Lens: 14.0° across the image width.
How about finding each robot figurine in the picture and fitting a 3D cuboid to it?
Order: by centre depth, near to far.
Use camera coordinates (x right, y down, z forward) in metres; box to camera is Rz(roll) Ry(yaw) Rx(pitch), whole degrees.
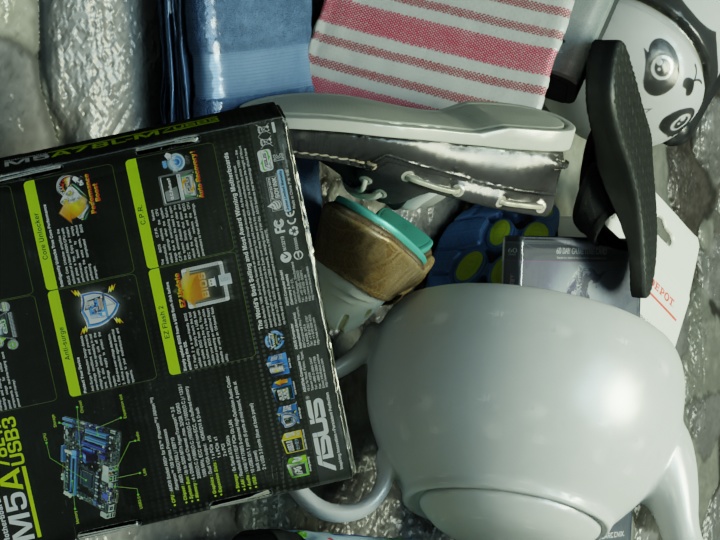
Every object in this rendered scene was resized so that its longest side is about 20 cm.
[{"bbox_3d":[0.192,-0.172,1.938,0.150,0.125,0.200,33,57,-6],"label":"robot figurine"}]

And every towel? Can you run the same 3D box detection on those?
[{"bbox_3d":[-0.069,-0.103,1.652,0.112,0.048,0.200,-10,99,-53],"label":"towel"},{"bbox_3d":[0.052,-0.155,1.747,0.030,0.146,0.200,84,22,-69],"label":"towel"}]

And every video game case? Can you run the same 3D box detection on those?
[{"bbox_3d":[0.131,0.079,1.843,0.143,0.019,0.200,0,93,-53],"label":"video game case"}]

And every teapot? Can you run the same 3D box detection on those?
[{"bbox_3d":[0.085,0.101,1.679,0.197,0.200,0.146,29,65,-44],"label":"teapot"}]

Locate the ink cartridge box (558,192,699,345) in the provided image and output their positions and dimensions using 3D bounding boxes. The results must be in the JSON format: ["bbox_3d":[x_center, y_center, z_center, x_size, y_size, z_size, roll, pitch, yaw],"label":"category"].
[{"bbox_3d":[0.150,0.042,1.938,0.116,0.067,0.200,43,59,-46],"label":"ink cartridge box"}]

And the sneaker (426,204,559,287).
[{"bbox_3d":[0.075,0.040,1.848,0.083,0.071,0.200,66,38,-58],"label":"sneaker"}]

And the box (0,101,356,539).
[{"bbox_3d":[-0.114,0.030,1.497,0.048,0.193,0.200,-112,-170,-74],"label":"box"}]

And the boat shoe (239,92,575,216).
[{"bbox_3d":[0.025,-0.063,1.643,0.200,0.074,0.060,1,108,-27],"label":"boat shoe"}]

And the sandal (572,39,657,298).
[{"bbox_3d":[0.152,-0.064,1.805,0.201,0.048,0.075,73,24,-44],"label":"sandal"}]

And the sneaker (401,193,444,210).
[{"bbox_3d":[0.076,-0.111,1.827,0.200,0.075,0.082,-58,152,-23],"label":"sneaker"}]

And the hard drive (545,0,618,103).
[{"bbox_3d":[0.101,-0.208,1.811,0.033,0.139,0.200,91,21,-60],"label":"hard drive"}]

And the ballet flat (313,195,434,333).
[{"bbox_3d":[0.000,0.000,1.691,0.072,0.068,0.200,-56,176,3],"label":"ballet flat"}]

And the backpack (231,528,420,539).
[{"bbox_3d":[0.009,0.223,1.701,0.200,0.154,0.164,-1,91,-27],"label":"backpack"}]
